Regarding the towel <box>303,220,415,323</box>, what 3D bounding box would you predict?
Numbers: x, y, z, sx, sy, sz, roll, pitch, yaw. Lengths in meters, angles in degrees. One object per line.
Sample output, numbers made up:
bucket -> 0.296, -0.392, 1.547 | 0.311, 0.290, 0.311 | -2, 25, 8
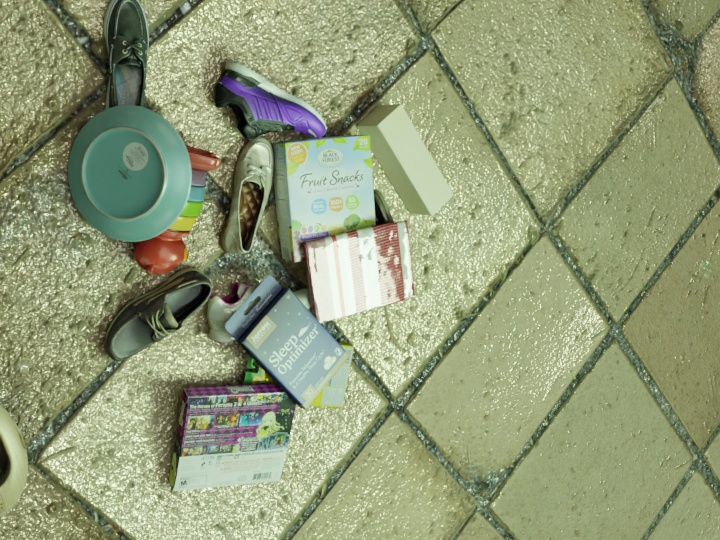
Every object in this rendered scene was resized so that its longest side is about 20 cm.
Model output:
towel -> 0.000, 0.000, 1.556 | 0.198, 0.023, 0.146 | -14, 107, -24

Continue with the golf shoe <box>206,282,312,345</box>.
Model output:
golf shoe -> -0.166, 0.055, 1.516 | 0.198, 0.075, 0.093 | -20, 104, -29

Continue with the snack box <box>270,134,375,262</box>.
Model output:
snack box -> -0.062, -0.127, 1.555 | 0.167, 0.067, 0.203 | -11, 101, -29

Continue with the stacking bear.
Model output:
stacking bear -> -0.297, -0.092, 1.397 | 0.112, 0.121, 0.202 | 12, 99, -18

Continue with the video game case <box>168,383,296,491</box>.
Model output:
video game case -> -0.212, 0.278, 1.511 | 0.198, 0.036, 0.183 | 1, 113, -29

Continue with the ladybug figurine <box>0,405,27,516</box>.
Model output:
ladybug figurine -> -0.560, 0.267, 1.306 | 0.135, 0.072, 0.202 | -21, 107, -28

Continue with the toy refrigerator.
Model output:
toy refrigerator -> 0.084, -0.200, 1.628 | 0.070, 0.076, 0.201 | -43, 116, -18

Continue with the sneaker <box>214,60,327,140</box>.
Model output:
sneaker -> -0.154, -0.253, 1.481 | 0.199, 0.069, 0.100 | 28, 81, -22

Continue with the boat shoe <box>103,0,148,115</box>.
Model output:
boat shoe -> -0.349, -0.315, 1.359 | 0.068, 0.056, 0.203 | -1, 98, -31

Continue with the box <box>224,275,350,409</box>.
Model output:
box -> -0.119, 0.118, 1.486 | 0.200, 0.032, 0.121 | 48, 70, -21

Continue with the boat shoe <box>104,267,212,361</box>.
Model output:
boat shoe -> -0.318, 0.068, 1.423 | 0.200, 0.073, 0.075 | -44, 116, -19

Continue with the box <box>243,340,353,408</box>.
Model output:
box -> -0.115, 0.175, 1.579 | 0.198, 0.048, 0.119 | 10, 93, -34

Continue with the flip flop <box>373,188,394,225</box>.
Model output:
flip flop -> 0.055, -0.056, 1.639 | 0.057, 0.081, 0.202 | -30, 106, -39

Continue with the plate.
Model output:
plate -> -0.347, -0.143, 1.332 | 0.197, 0.026, 0.203 | 1, 96, 12

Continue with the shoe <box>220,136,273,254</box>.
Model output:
shoe -> -0.179, -0.123, 1.492 | 0.069, 0.053, 0.203 | 14, 90, -32
